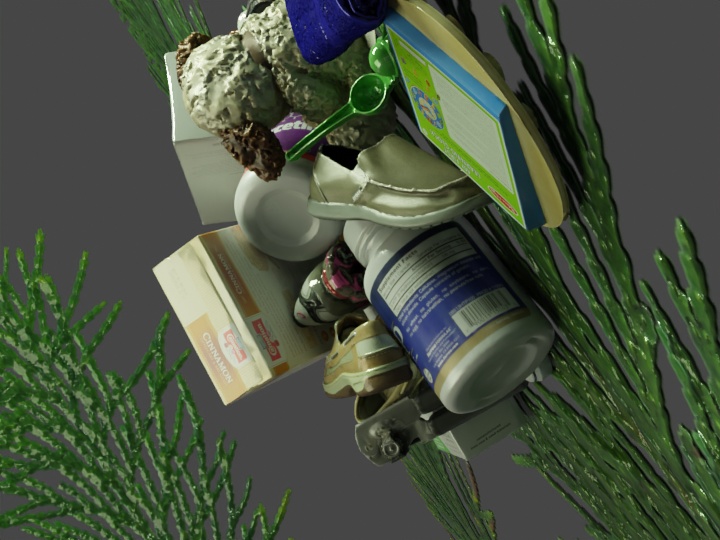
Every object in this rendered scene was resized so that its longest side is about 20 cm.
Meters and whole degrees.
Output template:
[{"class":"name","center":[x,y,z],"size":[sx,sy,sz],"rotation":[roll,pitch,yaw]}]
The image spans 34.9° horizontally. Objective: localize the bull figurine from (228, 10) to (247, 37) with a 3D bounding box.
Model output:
[{"class":"bull figurine","center":[-0.110,-0.242,1.351],"size":[0.122,0.065,0.200],"rotation":[58,171,-9]}]

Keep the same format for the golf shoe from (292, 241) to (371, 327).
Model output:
[{"class":"golf shoe","center":[0.000,0.000,1.171],"size":[0.073,0.092,0.199],"rotation":[54,-145,8]}]

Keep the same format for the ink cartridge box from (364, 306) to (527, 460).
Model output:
[{"class":"ink cartridge box","center":[0.089,0.105,1.310],"size":[0.201,0.087,0.145],"rotation":[61,170,-3]}]

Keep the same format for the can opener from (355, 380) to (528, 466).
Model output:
[{"class":"can opener","center":[0.083,0.140,1.208],"size":[0.054,0.199,0.067],"rotation":[58,-166,-5]}]

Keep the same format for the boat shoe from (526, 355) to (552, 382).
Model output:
[{"class":"boat shoe","center":[0.110,0.064,1.141],"size":[0.200,0.066,0.074],"rotation":[40,160,53]}]

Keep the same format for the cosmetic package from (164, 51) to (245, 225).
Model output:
[{"class":"cosmetic package","center":[-0.154,-0.142,1.241],"size":[0.200,0.080,0.114],"rotation":[89,172,-66]}]

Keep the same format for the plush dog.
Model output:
[{"class":"plush dog","center":[-0.082,-0.182,1.055],"size":[0.201,0.171,0.161],"rotation":[54,170,31]}]

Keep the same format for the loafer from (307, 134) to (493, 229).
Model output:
[{"class":"loafer","center":[0.027,-0.078,0.970],"size":[0.199,0.075,0.070],"rotation":[4,108,40]}]

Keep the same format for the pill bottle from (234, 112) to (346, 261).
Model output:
[{"class":"pill bottle","center":[-0.056,-0.105,1.174],"size":[0.201,0.111,0.113],"rotation":[-77,-35,-56]}]

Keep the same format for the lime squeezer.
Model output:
[{"class":"lime squeezer","center":[0.002,-0.169,0.971],"size":[0.201,0.070,0.038],"rotation":[-56,38,42]}]

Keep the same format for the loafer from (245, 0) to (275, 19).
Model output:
[{"class":"loafer","center":[-0.090,-0.214,1.224],"size":[0.201,0.071,0.064],"rotation":[92,-172,-57]}]

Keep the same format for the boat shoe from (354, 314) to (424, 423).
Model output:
[{"class":"boat shoe","center":[0.028,0.100,1.200],"size":[0.073,0.063,0.201],"rotation":[49,156,21]}]

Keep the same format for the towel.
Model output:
[{"class":"towel","center":[-0.032,-0.239,0.858],"size":[0.200,0.049,0.149],"rotation":[-175,76,-78]}]

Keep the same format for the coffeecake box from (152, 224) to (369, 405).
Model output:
[{"class":"coffeecake box","center":[-0.094,0.030,1.171],"size":[0.199,0.073,0.155],"rotation":[-20,-100,-59]}]

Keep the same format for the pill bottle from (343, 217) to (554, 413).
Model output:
[{"class":"pill bottle","center":[0.073,0.017,1.041],"size":[0.201,0.119,0.120],"rotation":[54,170,28]}]

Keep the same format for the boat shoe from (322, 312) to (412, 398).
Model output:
[{"class":"boat shoe","center":[0.001,0.077,1.097],"size":[0.077,0.071,0.200],"rotation":[70,162,3]}]

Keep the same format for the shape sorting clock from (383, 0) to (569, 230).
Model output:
[{"class":"shape sorting clock","center":[0.082,-0.113,0.814],"size":[0.201,0.039,0.200],"rotation":[53,171,11]}]

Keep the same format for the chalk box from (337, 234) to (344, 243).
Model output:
[{"class":"chalk box","center":[-0.037,-0.028,1.477],"size":[0.125,0.124,0.200],"rotation":[62,169,-25]}]
